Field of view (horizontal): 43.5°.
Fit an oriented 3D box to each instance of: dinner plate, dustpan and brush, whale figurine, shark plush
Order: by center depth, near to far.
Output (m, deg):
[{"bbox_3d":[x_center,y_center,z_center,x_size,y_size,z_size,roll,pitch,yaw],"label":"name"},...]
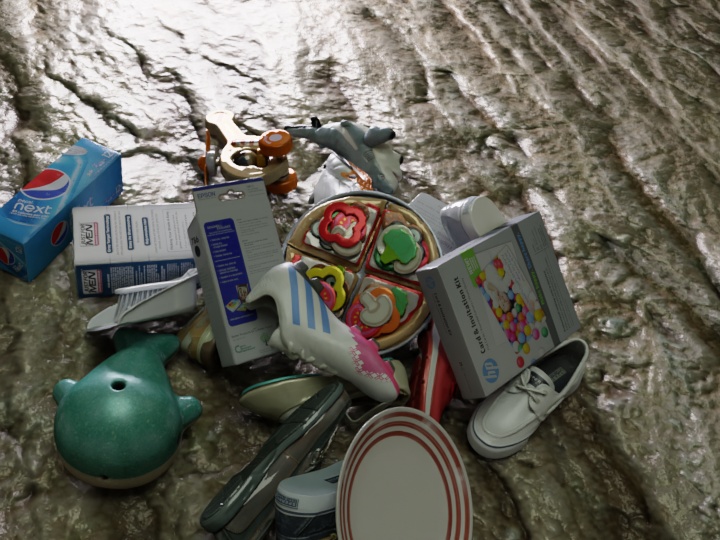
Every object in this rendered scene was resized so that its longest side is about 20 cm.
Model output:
[{"bbox_3d":[0.042,0.236,0.883,0.199,0.024,0.203,14,70,-43],"label":"dinner plate"},{"bbox_3d":[-0.243,0.125,0.944,0.157,0.104,0.201,9,42,-2],"label":"whale figurine"},{"bbox_3d":[-0.213,0.021,1.040,0.198,0.139,0.058,-12,91,-31],"label":"dustpan and brush"},{"bbox_3d":[-0.026,-0.179,1.316,0.198,0.091,0.084,27,77,7],"label":"shark plush"}]

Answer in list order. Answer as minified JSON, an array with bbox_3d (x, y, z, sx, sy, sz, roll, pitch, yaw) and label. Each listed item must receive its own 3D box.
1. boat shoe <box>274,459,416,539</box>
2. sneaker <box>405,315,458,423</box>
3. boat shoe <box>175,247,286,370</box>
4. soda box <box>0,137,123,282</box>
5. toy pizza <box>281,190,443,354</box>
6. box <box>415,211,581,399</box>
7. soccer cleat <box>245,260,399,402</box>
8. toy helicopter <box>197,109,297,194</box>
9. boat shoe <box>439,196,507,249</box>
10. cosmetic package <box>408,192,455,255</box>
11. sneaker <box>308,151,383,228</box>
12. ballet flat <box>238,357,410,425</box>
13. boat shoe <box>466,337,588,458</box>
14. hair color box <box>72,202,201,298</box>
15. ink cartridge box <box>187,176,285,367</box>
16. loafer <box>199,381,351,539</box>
[{"bbox_3d":[-0.013,0.247,0.908,0.070,0.092,0.199,13,9,42],"label":"boat shoe"},{"bbox_3d":[0.122,0.116,1.055,0.114,0.079,0.202,17,55,-6],"label":"sneaker"},{"bbox_3d":[-0.147,0.030,1.086,0.076,0.072,0.200,21,45,25],"label":"boat shoe"},{"bbox_3d":[-0.382,-0.081,1.137,0.064,0.068,0.201,23,46,10],"label":"soda box"},{"bbox_3d":[0.000,0.000,1.057,0.198,0.032,0.203,-1,76,3],"label":"toy pizza"},{"bbox_3d":[0.166,0.036,1.055,0.199,0.041,0.157,-26,97,-39],"label":"box"},{"bbox_3d":[-0.045,0.080,0.974,0.086,0.070,0.200,-37,71,-20],"label":"soccer cleat"},{"bbox_3d":[-0.181,-0.172,1.283,0.131,0.079,0.200,-21,43,-18],"label":"toy helicopter"},{"bbox_3d":[0.166,-0.010,1.143,0.068,0.200,0.072,-1,51,47],"label":"boat shoe"},{"bbox_3d":[0.061,-0.007,1.162,0.101,0.074,0.200,30,46,18],"label":"cosmetic package"},{"bbox_3d":[-0.013,-0.077,1.184,0.075,0.092,0.200,29,13,-28],"label":"sneaker"},{"bbox_3d":[-0.034,0.144,1.004,0.198,0.070,0.070,-10,49,-21],"label":"ballet flat"},{"bbox_3d":[0.198,0.140,1.054,0.073,0.066,0.200,36,49,21],"label":"boat shoe"},{"bbox_3d":[-0.252,-0.028,1.120,0.198,0.061,0.101,-3,47,-16],"label":"hair color box"},{"bbox_3d":[-0.133,0.000,1.022,0.099,0.039,0.202,-13,89,-37],"label":"ink cartridge box"},{"bbox_3d":[-0.075,0.202,0.921,0.200,0.072,0.063,-44,101,-22],"label":"loafer"}]
